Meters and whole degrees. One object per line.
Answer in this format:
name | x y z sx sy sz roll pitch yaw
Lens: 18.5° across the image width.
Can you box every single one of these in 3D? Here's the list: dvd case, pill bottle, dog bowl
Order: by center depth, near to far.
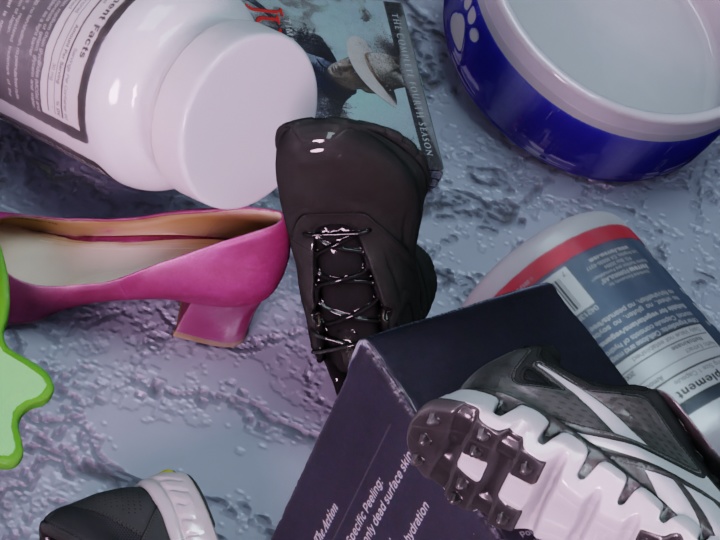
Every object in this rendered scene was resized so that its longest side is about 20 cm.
pill bottle | 0.148 0.078 1.151 0.119 0.120 0.200 -20 60 -34
pill bottle | -0.124 -0.110 1.168 0.200 0.117 0.116 27 40 37
dvd case | -0.058 -0.113 1.307 0.200 0.022 0.146 5 49 -19
dog bowl | 0.155 -0.158 1.366 0.200 0.079 0.200 10 60 -17

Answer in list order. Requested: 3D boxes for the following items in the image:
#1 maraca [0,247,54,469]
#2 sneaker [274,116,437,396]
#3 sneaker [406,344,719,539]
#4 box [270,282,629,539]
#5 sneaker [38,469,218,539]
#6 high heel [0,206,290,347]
maraca | -0.230 0.020 1.060 0.137 0.107 0.200 -25 69 -18
sneaker | 0.000 0.000 1.118 0.076 0.200 0.091 -2 54 15
sneaker | 0.121 0.093 0.887 0.200 0.067 0.090 34 47 12
box | 0.066 0.149 0.999 0.117 0.197 0.200 -17 58 -34
sneaker | -0.093 0.181 1.004 0.084 0.075 0.200 -8 45 -21
high heel | -0.138 -0.015 1.134 0.200 0.096 0.067 16 46 -8
